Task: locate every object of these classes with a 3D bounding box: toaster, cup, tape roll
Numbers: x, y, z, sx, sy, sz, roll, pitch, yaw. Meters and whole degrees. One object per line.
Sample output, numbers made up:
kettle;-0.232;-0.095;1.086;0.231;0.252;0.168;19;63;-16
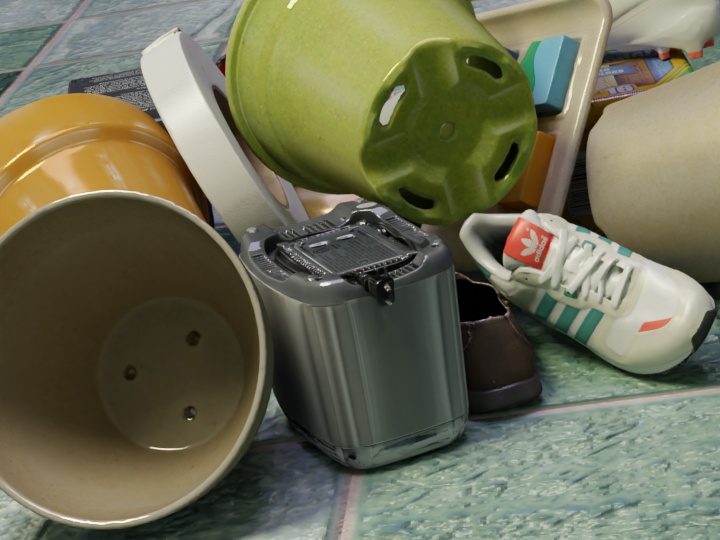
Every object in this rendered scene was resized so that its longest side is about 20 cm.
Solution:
toaster;0.001;0.040;1.432;0.113;0.130;0.200;-17;19;-18
cup;-0.135;0.060;1.399;0.199;0.202;0.143;-6;-8;13
tape roll;-0.095;-0.084;1.672;0.037;0.203;0.203;-32;17;7

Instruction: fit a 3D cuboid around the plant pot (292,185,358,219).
plant pot;0.001;-0.064;1.838;0.198;0.028;0.200;-4;7;0

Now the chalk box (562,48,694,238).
chalk box;0.202;-0.103;1.761;0.123;0.125;0.200;-9;20;4

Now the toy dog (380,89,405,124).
toy dog;0.011;-0.131;1.865;0.198;0.097;0.132;-3;6;15

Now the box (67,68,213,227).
box;-0.178;-0.073;1.838;0.103;0.149;0.200;-10;19;-3

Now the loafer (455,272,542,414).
loafer;0.074;0.031;1.513;0.073;0.072;0.200;-14;19;-13

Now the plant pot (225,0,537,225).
plant pot;0.028;-0.122;1.569;0.199;0.202;0.184;-16;25;-17

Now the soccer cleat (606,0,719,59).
soccer cleat;0.183;-0.200;1.741;0.199;0.078;0.069;-3;20;22

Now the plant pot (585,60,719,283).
plant pot;0.265;-0.070;1.564;0.182;0.202;0.200;-12;15;33

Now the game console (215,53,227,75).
game console;-0.112;-0.178;2.157;0.172;0.120;0.199;9;26;44

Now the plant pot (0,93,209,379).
plant pot;-0.177;0.005;1.571;0.199;0.201;0.183;-18;36;-23

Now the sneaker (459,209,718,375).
sneaker;0.140;0.007;1.472;0.093;0.071;0.199;32;-5;-38

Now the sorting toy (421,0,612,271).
sorting toy;0.106;-0.102;1.659;0.036;0.202;0.185;16;-9;-28
